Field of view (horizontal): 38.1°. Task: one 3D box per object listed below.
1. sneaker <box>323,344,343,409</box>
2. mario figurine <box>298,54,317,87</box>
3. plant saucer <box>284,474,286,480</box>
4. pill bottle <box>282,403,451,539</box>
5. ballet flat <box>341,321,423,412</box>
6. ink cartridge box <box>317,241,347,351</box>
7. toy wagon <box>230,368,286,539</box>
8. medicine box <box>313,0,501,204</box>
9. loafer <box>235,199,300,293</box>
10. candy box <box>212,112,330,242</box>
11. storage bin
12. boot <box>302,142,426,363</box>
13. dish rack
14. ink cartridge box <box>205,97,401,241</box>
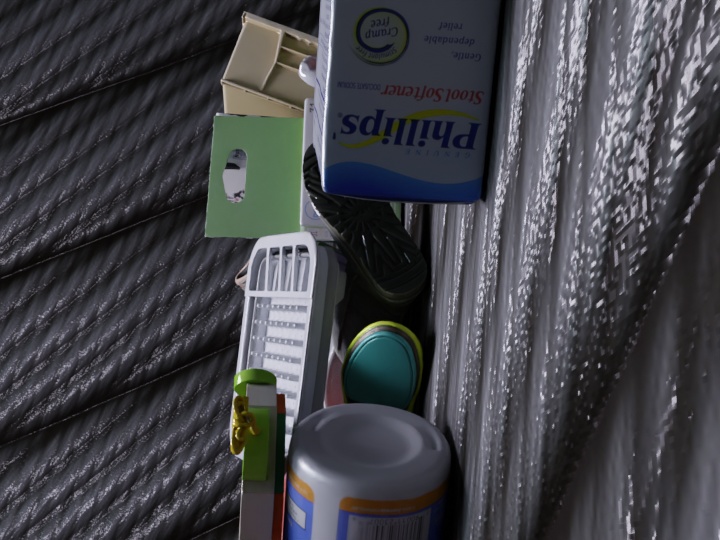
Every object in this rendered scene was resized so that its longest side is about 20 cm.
[{"bbox_3d":[-0.009,0.131,1.109,0.116,0.073,0.202,-109,21,-70],"label":"sneaker"},{"bbox_3d":[-0.001,-0.184,0.964,0.106,0.122,0.201,75,-171,-62],"label":"mario figurine"},{"bbox_3d":[-0.044,0.222,0.987,0.199,0.036,0.201,-32,-38,-67],"label":"plant saucer"},{"bbox_3d":[0.000,0.205,0.727,0.112,0.111,0.202,-99,13,-68],"label":"pill bottle"},{"bbox_3d":[0.019,0.104,0.882,0.067,0.066,0.201,-66,-14,-49],"label":"ballet flat"},{"bbox_3d":[-0.053,0.056,1.183,0.146,0.084,0.200,-64,-1,8],"label":"ink cartridge box"},{"bbox_3d":[-0.075,0.150,0.742,0.201,0.039,0.156,103,168,-57],"label":"toy wagon"},{"bbox_3d":[0.025,-0.160,0.692,0.182,0.102,0.202,-105,18,-74],"label":"medicine box"},{"bbox_3d":[-0.093,-0.028,1.162,0.072,0.063,0.200,-61,0,-43],"label":"loafer"},{"bbox_3d":[-0.067,-0.100,1.189,0.168,0.198,0.072,102,170,-65],"label":"candy box"},{"bbox_3d":[-0.063,-0.190,1.260,0.200,0.197,0.094,107,-178,-70],"label":"storage bin"},{"bbox_3d":[-0.002,0.000,0.945,0.200,0.072,0.183,93,155,-65],"label":"boot"},{"bbox_3d":[-0.063,0.071,0.908,0.171,0.043,0.202,-2,80,65],"label":"dish rack"},{"bbox_3d":[-0.057,-0.104,1.070,0.048,0.198,0.147,99,172,-69],"label":"ink cartridge box"}]
